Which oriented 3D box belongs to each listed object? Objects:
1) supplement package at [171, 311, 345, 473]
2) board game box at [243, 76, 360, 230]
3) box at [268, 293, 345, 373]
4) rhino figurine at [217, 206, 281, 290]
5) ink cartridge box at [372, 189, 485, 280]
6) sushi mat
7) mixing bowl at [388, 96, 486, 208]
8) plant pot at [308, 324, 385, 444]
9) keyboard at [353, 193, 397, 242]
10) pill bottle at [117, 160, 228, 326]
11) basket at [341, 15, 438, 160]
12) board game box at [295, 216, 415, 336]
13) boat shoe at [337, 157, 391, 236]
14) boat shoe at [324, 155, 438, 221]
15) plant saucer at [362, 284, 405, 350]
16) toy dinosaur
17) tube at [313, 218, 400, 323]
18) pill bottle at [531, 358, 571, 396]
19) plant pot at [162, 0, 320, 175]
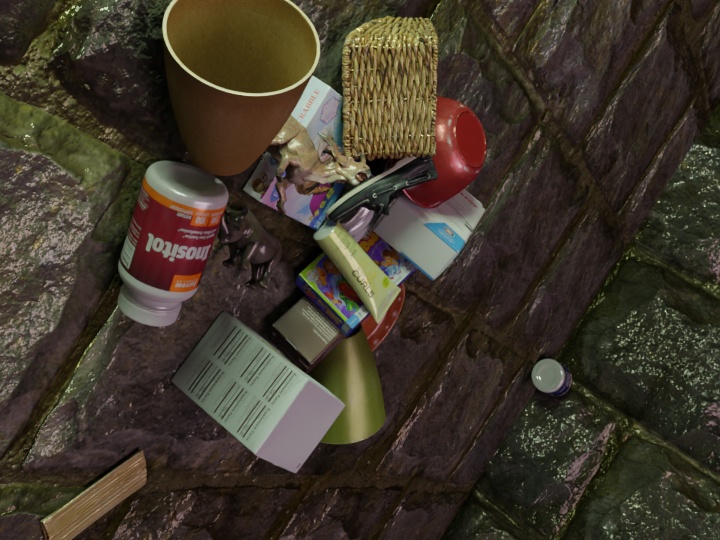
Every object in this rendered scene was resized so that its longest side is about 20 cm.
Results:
[{"bbox_3d":[-0.165,0.204,1.647,0.148,0.199,0.191,-52,155,-6],"label":"supplement package"},{"bbox_3d":[-0.071,-0.176,1.555,0.201,0.041,0.199,-58,154,4],"label":"board game box"},{"bbox_3d":[-0.061,0.081,1.785,0.200,0.100,0.075,-42,171,-27],"label":"box"},{"bbox_3d":[-0.173,-0.043,1.507,0.200,0.059,0.088,55,52,-62],"label":"rhino figurine"},{"bbox_3d":[0.127,-0.094,1.797,0.086,0.146,0.200,-50,180,32],"label":"ink cartridge box"},{"bbox_3d":[-0.425,0.371,1.602,0.199,0.012,0.097,-35,146,-38],"label":"sushi mat"},{"bbox_3d":[0.145,-0.213,1.698,0.199,0.107,0.203,12,75,-49],"label":"mixing bowl"},{"bbox_3d":[-0.044,0.194,1.906,0.186,0.186,0.202,-28,128,-43],"label":"plant pot"},{"bbox_3d":[0.006,-0.106,1.756,0.201,0.056,0.011,-50,178,-12],"label":"keyboard"},{"bbox_3d":[-0.255,-0.033,1.319,0.112,0.112,0.202,-13,131,-54],"label":"pill bottle"},{"bbox_3d":[0.040,-0.286,1.541,0.143,0.147,0.202,-98,-175,-60],"label":"basket"},{"bbox_3d":[0.000,0.000,1.768,0.200,0.134,0.045,-43,173,-25],"label":"board game box"},{"bbox_3d":[0.009,-0.149,1.695,0.201,0.072,0.066,-52,150,-11],"label":"boat shoe"},{"bbox_3d":[0.038,-0.124,1.613,0.198,0.067,0.075,-32,-178,-3],"label":"boat shoe"},{"bbox_3d":[0.017,0.097,2.032,0.200,0.032,0.202,-40,149,-30],"label":"plant saucer"},{"bbox_3d":[-0.092,-0.177,1.419,0.135,0.201,0.086,-42,-172,-24],"label":"toy dinosaur"},{"bbox_3d":[-0.003,-0.004,1.685,0.058,0.052,0.200,-31,121,12],"label":"tube"},{"bbox_3d":[0.649,0.363,3.343,0.112,0.111,0.200,-57,154,3],"label":"pill bottle"},{"bbox_3d":[-0.159,-0.216,1.231,0.186,0.186,0.201,-37,161,-34],"label":"plant pot"}]
